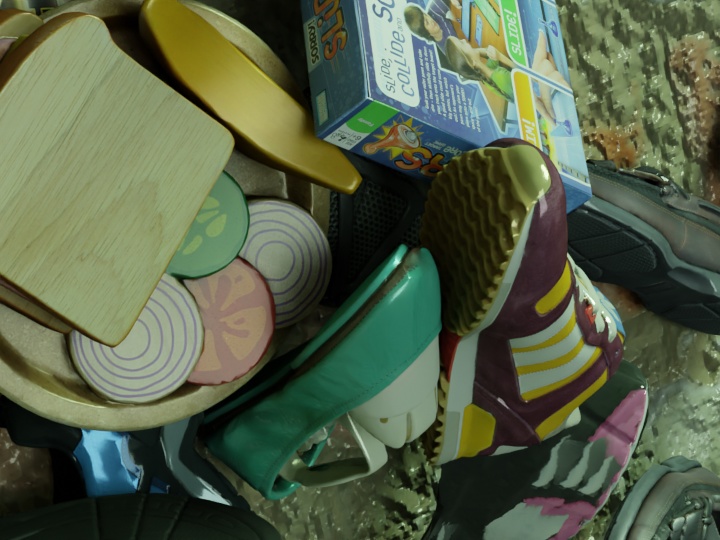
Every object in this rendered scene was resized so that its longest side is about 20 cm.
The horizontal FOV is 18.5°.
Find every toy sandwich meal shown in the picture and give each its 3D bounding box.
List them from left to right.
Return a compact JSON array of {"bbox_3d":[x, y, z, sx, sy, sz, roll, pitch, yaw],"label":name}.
[{"bbox_3d":[-0.090,-0.026,0.905,0.205,0.070,0.205,-5,100,-29],"label":"toy sandwich meal"}]

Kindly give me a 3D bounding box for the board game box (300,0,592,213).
[{"bbox_3d":[0.032,-0.127,0.991,0.135,0.034,0.200,21,48,-36],"label":"board game box"}]

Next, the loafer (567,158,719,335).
[{"bbox_3d":[0.148,-0.024,1.154,0.200,0.072,0.063,28,63,-42],"label":"loafer"}]

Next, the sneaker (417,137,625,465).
[{"bbox_3d":[0.075,0.010,0.963,0.090,0.075,0.200,-9,147,-16],"label":"sneaker"}]

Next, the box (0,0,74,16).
[{"bbox_3d":[-0.150,-0.110,0.928,0.160,0.049,0.200,-20,111,-29],"label":"box"}]

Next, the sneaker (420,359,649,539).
[{"bbox_3d":[0.073,0.119,1.098,0.200,0.080,0.086,-54,166,16],"label":"sneaker"}]

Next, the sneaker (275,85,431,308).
[{"bbox_3d":[0.000,0.000,1.044,0.114,0.076,0.200,-29,128,-9],"label":"sneaker"}]

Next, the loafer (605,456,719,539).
[{"bbox_3d":[0.166,0.138,1.120,0.200,0.063,0.072,-20,127,-70],"label":"loafer"}]

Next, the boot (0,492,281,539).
[{"bbox_3d":[-0.124,0.181,0.946,0.203,0.073,0.154,-6,111,6],"label":"boot"}]

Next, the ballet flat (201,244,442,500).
[{"bbox_3d":[-0.003,0.052,0.973,0.070,0.200,0.067,46,54,-2],"label":"ballet flat"}]

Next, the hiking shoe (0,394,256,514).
[{"bbox_3d":[-0.097,0.117,1.003,0.087,0.074,0.200,-31,107,-17],"label":"hiking shoe"}]
